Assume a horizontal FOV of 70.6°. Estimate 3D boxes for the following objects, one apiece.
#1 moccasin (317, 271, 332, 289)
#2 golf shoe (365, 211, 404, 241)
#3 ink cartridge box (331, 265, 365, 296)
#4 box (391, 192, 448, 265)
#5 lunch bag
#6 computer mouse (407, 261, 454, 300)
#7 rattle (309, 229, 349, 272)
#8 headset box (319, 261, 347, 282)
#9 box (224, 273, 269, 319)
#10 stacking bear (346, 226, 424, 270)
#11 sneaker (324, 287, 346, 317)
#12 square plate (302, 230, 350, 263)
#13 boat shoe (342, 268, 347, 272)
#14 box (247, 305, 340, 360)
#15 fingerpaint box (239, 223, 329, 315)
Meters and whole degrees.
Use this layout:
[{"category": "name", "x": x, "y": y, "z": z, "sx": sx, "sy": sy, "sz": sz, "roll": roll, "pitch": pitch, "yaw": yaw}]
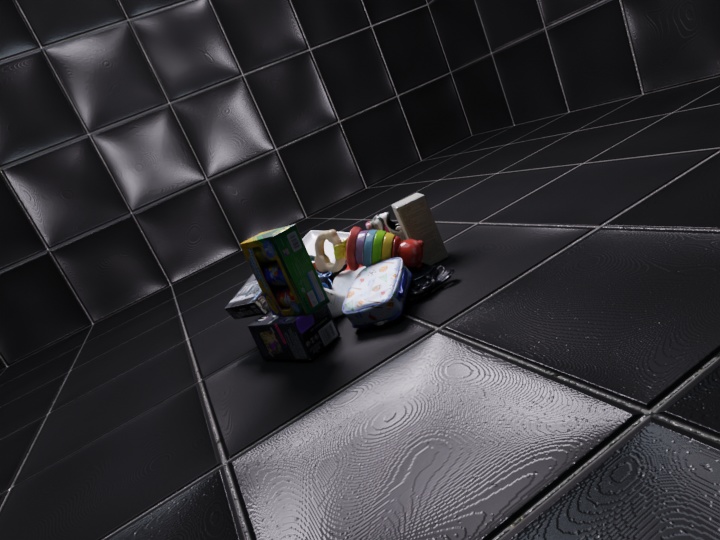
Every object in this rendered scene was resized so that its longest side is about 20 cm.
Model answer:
[{"category": "moccasin", "x": -0.127, "y": 0.037, "z": 1.524, "sx": 0.080, "sy": 0.069, "sz": 0.200, "roll": 15, "pitch": -16, "yaw": -8}, {"category": "golf shoe", "x": 0.107, "y": -0.096, "z": 1.554, "sx": 0.092, "sy": 0.200, "sz": 0.073, "roll": -32, "pitch": 39, "yaw": 22}, {"category": "ink cartridge box", "x": 0.000, "y": 0.000, "z": 1.477, "sx": 0.159, "sy": 0.047, "sz": 0.201, "roll": -13, "pitch": 52, "yaw": 36}, {"category": "box", "x": 0.174, "y": -0.117, "z": 1.491, "sx": 0.094, "sy": 0.201, "sz": 0.078, "roll": -24, "pitch": 15, "yaw": -2}, {"category": "lunch bag", "x": 0.047, "y": 0.057, "z": 1.266, "sx": 0.159, "sy": 0.076, "sz": 0.201, "roll": -17, "pitch": 31, "yaw": 27}, {"category": "computer mouse", "x": 0.150, "y": 0.023, "z": 1.358, "sx": 0.138, "sy": 0.053, "sz": 0.200, "roll": -31, "pitch": 27, "yaw": -16}, {"category": "rattle", "x": -0.081, "y": -0.056, "z": 1.562, "sx": 0.143, "sy": 0.130, "sz": 0.200, "roll": -41, "pitch": -3, "yaw": -39}, {"category": "headset box", "x": -0.048, "y": -0.013, "z": 1.714, "sx": 0.148, "sy": 0.078, "sz": 0.200, "roll": -20, "pitch": 17, "yaw": 14}, {"category": "box", "x": -0.270, "y": 0.044, "z": 1.430, "sx": 0.157, "sy": 0.050, "sz": 0.200, "roll": -12, "pitch": 35, "yaw": 45}, {"category": "stacking bear", "x": 0.070, "y": -0.053, "z": 1.370, "sx": 0.198, "sy": 0.122, "sz": 0.114, "roll": 6, "pitch": -5, "yaw": 13}, {"category": "sneaker", "x": -0.111, "y": 0.079, "z": 1.363, "sx": 0.199, "sy": 0.075, "sz": 0.100, "roll": 11, "pitch": -20, "yaw": -18}, {"category": "square plate", "x": -0.134, "y": -0.068, "z": 1.719, "sx": 0.197, "sy": 0.029, "sz": 0.200, "roll": 7, "pitch": 40, "yaw": 29}, {"category": "boat shoe", "x": 0.029, "y": 0.013, "z": 1.526, "sx": 0.199, "sy": 0.071, "sz": 0.070, "roll": -12, "pitch": 15, "yaw": 33}, {"category": "box", "x": -0.170, "y": 0.151, "z": 1.285, "sx": 0.199, "sy": 0.107, "sz": 0.122, "roll": -9, "pitch": 19, "yaw": 45}, {"category": "fingerpaint box", "x": -0.183, "y": 0.005, "z": 1.206, "sx": 0.073, "sy": 0.201, "sz": 0.166, "roll": -33, "pitch": 17, "yaw": -36}]
